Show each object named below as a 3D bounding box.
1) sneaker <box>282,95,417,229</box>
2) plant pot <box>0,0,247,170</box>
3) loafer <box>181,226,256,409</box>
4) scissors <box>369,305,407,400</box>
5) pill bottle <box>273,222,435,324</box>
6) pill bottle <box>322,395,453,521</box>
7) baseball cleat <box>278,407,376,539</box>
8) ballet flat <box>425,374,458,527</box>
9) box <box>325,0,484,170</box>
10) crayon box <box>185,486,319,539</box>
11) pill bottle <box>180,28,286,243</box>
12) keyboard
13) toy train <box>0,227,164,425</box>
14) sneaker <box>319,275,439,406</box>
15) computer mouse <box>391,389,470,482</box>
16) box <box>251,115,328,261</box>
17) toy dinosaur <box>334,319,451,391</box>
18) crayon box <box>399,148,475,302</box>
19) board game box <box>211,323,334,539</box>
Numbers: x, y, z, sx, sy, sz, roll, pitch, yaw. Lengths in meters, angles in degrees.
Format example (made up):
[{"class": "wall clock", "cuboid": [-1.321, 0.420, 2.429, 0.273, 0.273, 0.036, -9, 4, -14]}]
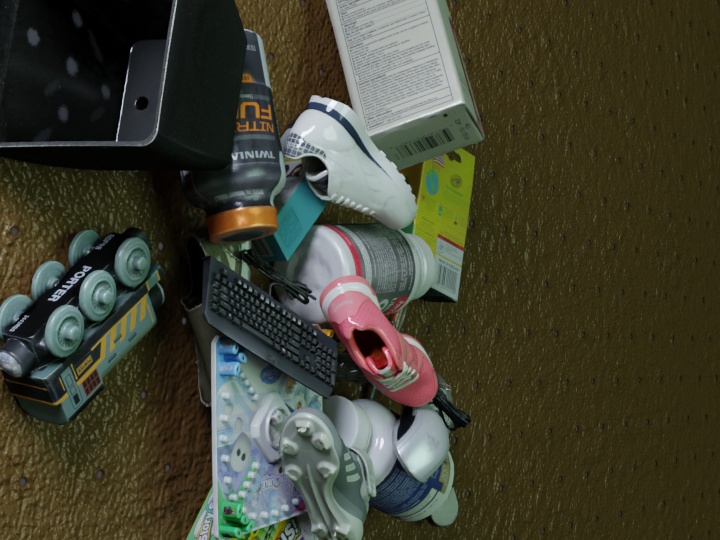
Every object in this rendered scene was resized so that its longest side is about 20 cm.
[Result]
[{"class": "sneaker", "cuboid": [-0.013, -0.098, 1.398, 0.200, 0.076, 0.081, 46, 65, -39]}, {"class": "plant pot", "cuboid": [-0.209, -0.179, 1.169, 0.177, 0.199, 0.201, 32, 63, -64]}, {"class": "loafer", "cuboid": [-0.155, 0.048, 1.334, 0.069, 0.075, 0.202, 1, 86, -41]}, {"class": "scissors", "cuboid": [0.026, 0.111, 1.600, 0.073, 0.014, 0.201, 90, 19, -65]}, {"class": "pill bottle", "cuboid": [0.000, 0.000, 1.505, 0.199, 0.110, 0.112, -5, 93, -54]}, {"class": "pill bottle", "cuboid": [0.017, 0.216, 1.523, 0.200, 0.110, 0.112, 36, 61, -48]}, {"class": "baseball cleat", "cuboid": [-0.033, 0.200, 1.353, 0.107, 0.069, 0.201, -64, 152, -48]}, {"class": "ballet flat", "cuboid": [0.091, 0.232, 1.690, 0.067, 0.046, 0.202, -7, 89, -23]}, {"class": "box", "cuboid": [0.051, -0.235, 1.500, 0.109, 0.127, 0.201, 42, 32, -64]}, {"class": "crayon box", "cuboid": [-0.106, 0.300, 1.394, 0.173, 0.058, 0.201, 55, 47, -38]}, {"class": "pill bottle", "cuboid": [-0.132, -0.131, 1.298, 0.106, 0.106, 0.202, 0, 77, -54]}, {"class": "keyboard", "cuboid": [-0.088, 0.039, 1.311, 0.200, 0.021, 0.128, 38, 37, -42]}, {"class": "toy train", "cuboid": [-0.252, 0.046, 1.188, 0.200, 0.085, 0.115, -52, 141, -44]}, {"class": "sneaker", "cuboid": [0.023, 0.098, 1.404, 0.200, 0.074, 0.087, 49, 12, -35]}, {"class": "computer mouse", "cuboid": [0.083, 0.178, 1.506, 0.110, 0.044, 0.200, 55, 20, -12]}, {"class": "box", "cuboid": [-0.074, -0.094, 1.430, 0.200, 0.082, 0.049, -57, 133, -37]}, {"class": "toy dinosaur", "cuboid": [0.006, 0.100, 1.511, 0.088, 0.198, 0.048, -89, -170, -48]}, {"class": "crayon box", "cuboid": [0.088, -0.071, 1.681, 0.127, 0.051, 0.202, 26, 69, -51]}, {"class": "board game box", "cuboid": [-0.084, 0.161, 1.340, 0.200, 0.026, 0.202, -3, 93, -61]}]
